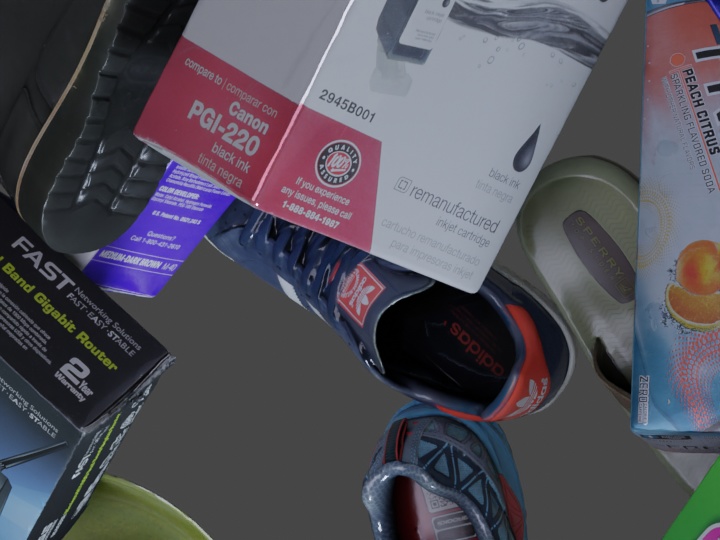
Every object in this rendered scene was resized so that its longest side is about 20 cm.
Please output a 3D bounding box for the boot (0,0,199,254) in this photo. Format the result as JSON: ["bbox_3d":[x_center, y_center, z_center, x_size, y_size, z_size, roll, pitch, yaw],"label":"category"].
[{"bbox_3d":[-0.114,-0.127,1.132,0.138,0.077,0.200,44,107,36],"label":"boot"}]

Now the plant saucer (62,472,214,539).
[{"bbox_3d":[-0.129,0.186,1.292,0.200,0.031,0.200,3,101,17],"label":"plant saucer"}]

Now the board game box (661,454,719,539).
[{"bbox_3d":[0.155,0.160,1.127,0.040,0.153,0.200,49,119,35],"label":"board game box"}]

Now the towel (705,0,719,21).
[{"bbox_3d":[0.230,-0.139,1.062,0.200,0.050,0.148,-38,89,-7],"label":"towel"}]

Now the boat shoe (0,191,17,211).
[{"bbox_3d":[-0.216,-0.044,1.270,0.200,0.073,0.063,40,66,12],"label":"boat shoe"}]

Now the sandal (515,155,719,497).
[{"bbox_3d":[0.134,0.041,1.165,0.080,0.057,0.201,-42,90,21],"label":"sandal"}]

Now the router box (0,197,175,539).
[{"bbox_3d":[-0.189,0.025,1.192,0.200,0.062,0.150,41,142,7],"label":"router box"}]

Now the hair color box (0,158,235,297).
[{"bbox_3d":[-0.075,-0.099,1.180,0.200,0.065,0.109,-50,59,20],"label":"hair color box"}]

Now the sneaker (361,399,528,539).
[{"bbox_3d":[0.046,0.159,1.197,0.079,0.096,0.200,-23,93,21],"label":"sneaker"}]

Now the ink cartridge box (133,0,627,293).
[{"bbox_3d":[0.024,-0.109,1.079,0.085,0.146,0.200,30,96,43],"label":"ink cartridge box"}]

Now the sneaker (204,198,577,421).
[{"bbox_3d":[0.000,0.000,1.185,0.200,0.085,0.075,29,108,10],"label":"sneaker"}]

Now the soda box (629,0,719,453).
[{"bbox_3d":[0.148,-0.028,1.108,0.063,0.068,0.200,0,80,16],"label":"soda box"}]
